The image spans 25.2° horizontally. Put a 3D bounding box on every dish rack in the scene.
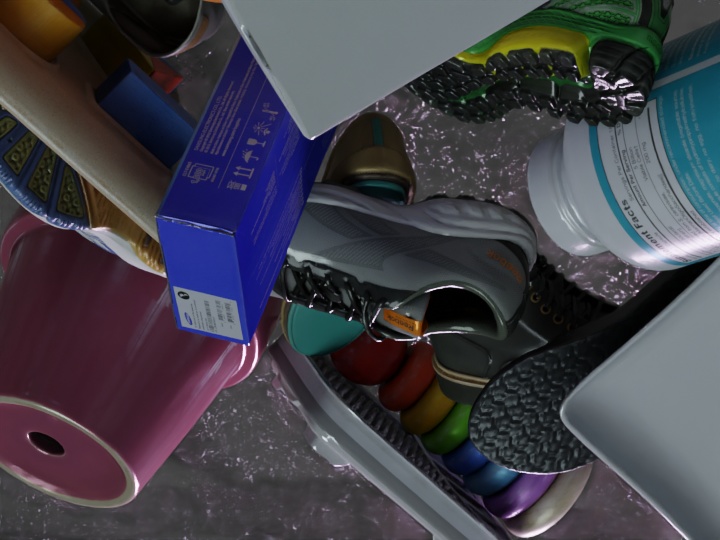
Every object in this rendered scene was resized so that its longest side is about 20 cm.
[{"bbox_3d":[0.014,0.126,1.125,0.200,0.044,0.172,44,-177,-24],"label":"dish rack"}]

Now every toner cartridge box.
[{"bbox_3d":[-0.050,-0.070,0.847,0.043,0.200,0.095,13,144,10],"label":"toner cartridge box"}]

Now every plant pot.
[{"bbox_3d":[-0.175,0.054,1.107,0.199,0.179,0.200,16,145,11],"label":"plant pot"}]

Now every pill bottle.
[{"bbox_3d":[0.178,-0.065,0.798,0.111,0.111,0.200,42,142,-24],"label":"pill bottle"}]

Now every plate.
[{"bbox_3d":[0.237,0.065,0.919,0.200,0.032,0.200,-44,116,7],"label":"plate"}]

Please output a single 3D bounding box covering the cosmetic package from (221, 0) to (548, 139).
[{"bbox_3d":[0.028,-0.160,0.693,0.200,0.081,0.113,-28,131,0],"label":"cosmetic package"}]

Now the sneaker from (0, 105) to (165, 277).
[{"bbox_3d":[-0.171,-0.053,0.966,0.088,0.075,0.200,13,158,50],"label":"sneaker"}]

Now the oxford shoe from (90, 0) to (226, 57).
[{"bbox_3d":[-0.149,-0.189,0.858,0.075,0.058,0.200,-34,117,24],"label":"oxford shoe"}]

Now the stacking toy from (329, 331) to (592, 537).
[{"bbox_3d":[0.064,0.096,1.116,0.200,0.085,0.085,39,143,-12],"label":"stacking toy"}]

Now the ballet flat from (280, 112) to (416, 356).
[{"bbox_3d":[-0.006,-0.021,1.009,0.068,0.063,0.200,6,144,-15],"label":"ballet flat"}]

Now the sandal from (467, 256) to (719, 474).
[{"bbox_3d":[0.154,0.053,0.946,0.200,0.048,0.075,-33,98,4],"label":"sandal"}]

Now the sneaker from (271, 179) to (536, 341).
[{"bbox_3d":[0.000,0.000,0.916,0.199,0.080,0.074,3,143,4],"label":"sneaker"}]

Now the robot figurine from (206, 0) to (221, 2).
[{"bbox_3d":[-0.072,-0.210,0.753,0.143,0.117,0.200,-17,135,4],"label":"robot figurine"}]

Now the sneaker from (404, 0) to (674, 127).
[{"bbox_3d":[0.077,-0.125,0.819,0.200,0.085,0.078,11,158,44],"label":"sneaker"}]

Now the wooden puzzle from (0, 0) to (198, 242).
[{"bbox_3d":[-0.152,-0.120,0.882,0.046,0.200,0.185,-40,116,12],"label":"wooden puzzle"}]

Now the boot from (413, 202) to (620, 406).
[{"bbox_3d":[0.126,0.020,0.985,0.199,0.078,0.139,-2,127,21],"label":"boot"}]
